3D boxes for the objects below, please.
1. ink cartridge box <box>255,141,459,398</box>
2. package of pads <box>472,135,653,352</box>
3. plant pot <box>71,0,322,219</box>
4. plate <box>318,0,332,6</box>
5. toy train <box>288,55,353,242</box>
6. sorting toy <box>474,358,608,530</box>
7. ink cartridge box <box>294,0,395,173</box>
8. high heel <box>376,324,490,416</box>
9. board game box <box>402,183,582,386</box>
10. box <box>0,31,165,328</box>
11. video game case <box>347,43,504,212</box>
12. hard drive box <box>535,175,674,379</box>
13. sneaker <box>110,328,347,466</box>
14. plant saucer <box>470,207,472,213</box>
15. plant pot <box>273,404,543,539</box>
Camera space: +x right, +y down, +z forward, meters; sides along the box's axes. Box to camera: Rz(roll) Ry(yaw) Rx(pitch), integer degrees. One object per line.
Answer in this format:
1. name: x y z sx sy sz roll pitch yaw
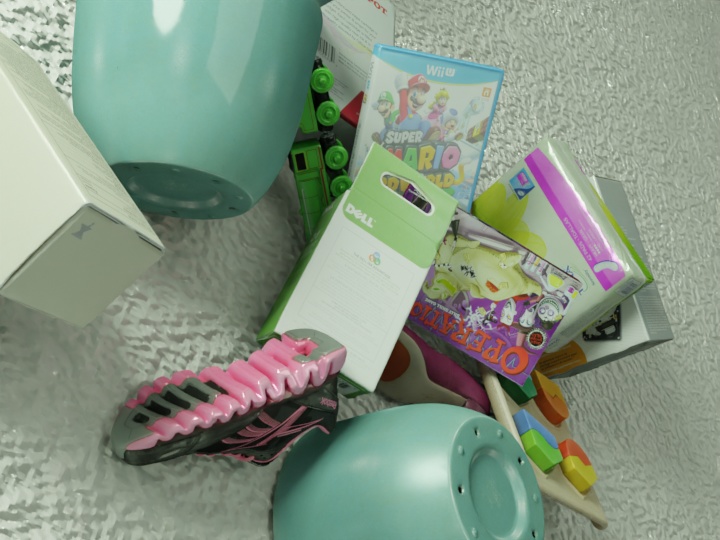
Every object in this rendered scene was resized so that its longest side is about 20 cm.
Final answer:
1. ink cartridge box: 0.000 0.000 0.860 0.103 0.059 0.202 32 68 -14
2. package of pads: 0.216 -0.026 1.101 0.068 0.154 0.202 6 50 -51
3. plant pot: -0.134 -0.135 0.754 0.199 0.199 0.164 19 70 -42
4. plate: -0.118 -0.239 0.852 0.199 0.198 0.026 -19 118 -52
5. toy train: -0.039 -0.096 0.895 0.042 0.055 0.204 -119 -163 -67
6. sorting toy: 0.193 0.165 1.022 0.199 0.036 0.187 39 26 -42
7. ink cartridge box: -0.039 -0.221 0.993 0.145 0.082 0.203 29 50 -35
8. high heel: 0.057 0.092 0.959 0.201 0.067 0.097 51 23 -19
9. board game box: 0.106 0.013 0.953 0.198 0.121 0.032 30 11 -3
10. box: -0.220 -0.069 0.619 0.201 0.078 0.095 51 4 27
11. video game case: 0.058 -0.112 0.957 0.141 0.018 0.204 5 108 -24
12. hard drive box: 0.265 0.012 1.156 0.076 0.155 0.203 3 66 -48
13. sneaker: -0.093 0.118 0.737 0.197 0.079 0.097 -17 120 -31
14. plant saucer: 0.082 -0.109 1.063 0.200 0.034 0.204 37 48 -56
15. plant pot: 0.053 0.203 0.792 0.199 0.160 0.204 28 49 -37
